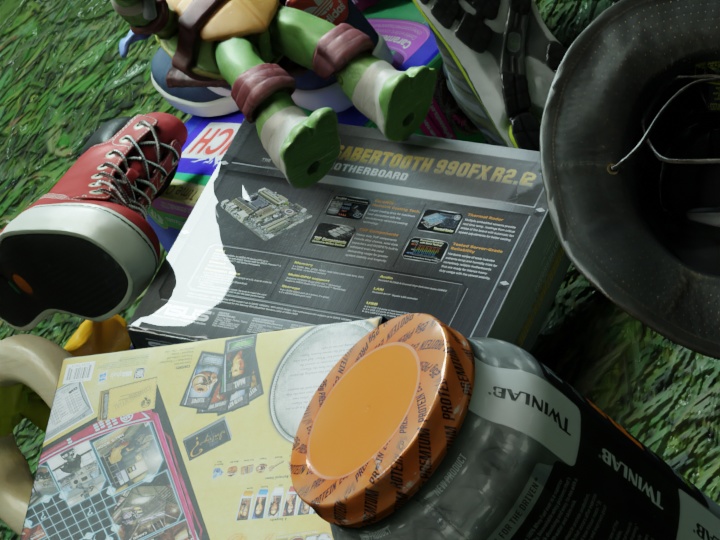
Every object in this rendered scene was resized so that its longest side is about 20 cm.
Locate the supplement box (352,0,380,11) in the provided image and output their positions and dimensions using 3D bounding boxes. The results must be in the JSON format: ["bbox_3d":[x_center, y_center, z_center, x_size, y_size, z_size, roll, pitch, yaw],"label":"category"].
[{"bbox_3d":[0.023,-0.235,1.640,0.199,0.110,0.086,-23,40,48],"label":"supplement box"}]

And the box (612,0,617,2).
[{"bbox_3d":[0.170,-0.270,1.669,0.102,0.094,0.201,-23,40,47],"label":"box"}]

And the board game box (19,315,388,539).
[{"bbox_3d":[-0.074,0.099,1.403,0.199,0.035,0.136,-8,58,35],"label":"board game box"}]

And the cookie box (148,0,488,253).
[{"bbox_3d":[-0.017,-0.079,1.695,0.200,0.075,0.171,-46,29,-18],"label":"cookie box"}]

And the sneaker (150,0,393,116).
[{"bbox_3d":[-0.066,-0.142,1.673,0.199,0.085,0.075,1,44,50],"label":"sneaker"}]

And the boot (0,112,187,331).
[{"bbox_3d":[-0.133,-0.042,1.594,0.144,0.072,0.200,-48,15,-21],"label":"boot"}]

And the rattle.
[{"bbox_3d":[-0.128,0.098,1.650,0.199,0.142,0.131,9,95,43],"label":"rattle"}]

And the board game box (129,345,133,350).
[{"bbox_3d":[-0.085,0.086,1.690,0.166,0.057,0.200,-49,27,2],"label":"board game box"}]

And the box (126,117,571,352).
[{"bbox_3d":[0.000,0.000,1.500,0.199,0.048,0.159,9,52,26],"label":"box"}]

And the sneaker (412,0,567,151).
[{"bbox_3d":[0.063,-0.130,1.582,0.074,0.201,0.081,-30,8,-19],"label":"sneaker"}]

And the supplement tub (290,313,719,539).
[{"bbox_3d":[0.072,0.112,1.260,0.122,0.200,0.123,-36,32,27],"label":"supplement tub"}]

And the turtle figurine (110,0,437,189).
[{"bbox_3d":[-0.052,-0.153,1.509,0.194,0.144,0.201,46,114,27],"label":"turtle figurine"}]

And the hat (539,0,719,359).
[{"bbox_3d":[0.174,-0.036,1.386,0.081,0.199,0.202,92,-161,-63],"label":"hat"}]
